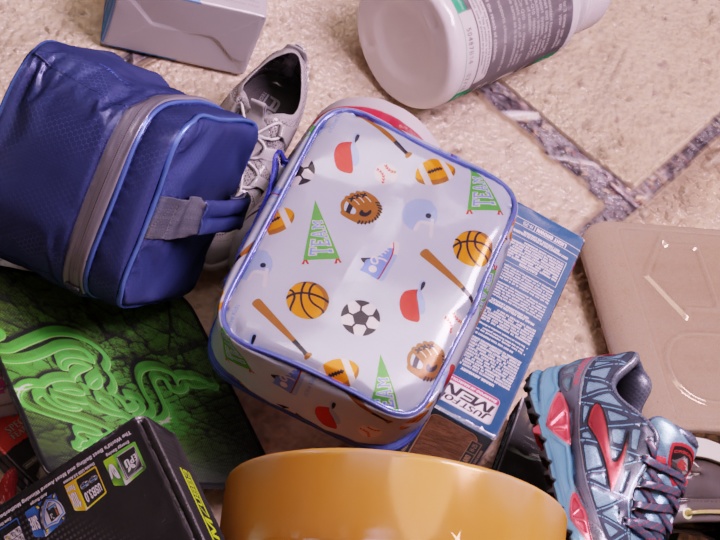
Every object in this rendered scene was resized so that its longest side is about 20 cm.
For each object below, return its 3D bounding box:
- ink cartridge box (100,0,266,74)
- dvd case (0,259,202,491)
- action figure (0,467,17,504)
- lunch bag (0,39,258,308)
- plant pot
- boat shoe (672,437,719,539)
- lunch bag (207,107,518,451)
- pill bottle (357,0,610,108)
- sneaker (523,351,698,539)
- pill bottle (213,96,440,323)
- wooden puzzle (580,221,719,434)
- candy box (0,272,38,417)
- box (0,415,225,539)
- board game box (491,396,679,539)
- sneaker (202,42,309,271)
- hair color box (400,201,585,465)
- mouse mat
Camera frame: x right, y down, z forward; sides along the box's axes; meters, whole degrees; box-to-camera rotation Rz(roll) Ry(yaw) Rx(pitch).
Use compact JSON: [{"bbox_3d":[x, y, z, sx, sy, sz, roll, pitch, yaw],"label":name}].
[{"bbox_3d":[-0.133,-0.255,1.423,0.114,0.068,0.201,11,49,-15],"label":"ink cartridge box"},{"bbox_3d":[-0.220,0.044,1.174,0.200,0.022,0.146,42,49,11],"label":"dvd case"},{"bbox_3d":[-0.138,0.183,1.048,0.200,0.099,0.065,39,49,7],"label":"action figure"},{"bbox_3d":[-0.142,-0.053,1.145,0.132,0.137,0.200,26,9,10],"label":"lunch bag"},{"bbox_3d":[0.011,0.218,1.026,0.199,0.200,0.185,12,67,-13],"label":"plant pot"},{"bbox_3d":[0.253,0.162,1.231,0.200,0.071,0.061,21,64,-39],"label":"boat shoe"},{"bbox_3d":[0.000,0.000,1.132,0.159,0.076,0.201,24,60,5],"label":"lunch bag"},{"bbox_3d":[0.103,-0.210,1.458,0.199,0.113,0.113,-26,66,-36],"label":"pill bottle"},{"bbox_3d":[0.163,0.128,1.122,0.095,0.079,0.201,-22,51,12],"label":"sneaker"},{"bbox_3d":[-0.023,-0.019,1.249,0.110,0.111,0.200,29,48,2],"label":"pill bottle"},{"bbox_3d":[0.271,0.050,1.367,0.198,0.046,0.186,1,52,-17],"label":"wooden puzzle"},{"bbox_3d":[-0.296,0.005,1.117,0.136,0.061,0.201,-12,59,-31],"label":"candy box"},{"bbox_3d":[-0.150,0.210,0.974,0.199,0.048,0.194,-32,60,7],"label":"box"},{"bbox_3d":[0.135,0.189,1.202,0.135,0.028,0.201,27,47,-2],"label":"board game box"},{"bbox_3d":[-0.090,-0.087,1.293,0.074,0.082,0.201,23,50,-3],"label":"sneaker"},{"bbox_3d":[0.081,0.057,1.237,0.060,0.100,0.201,28,48,2],"label":"hair color box"},{"bbox_3d":[-0.145,0.067,1.126,0.199,0.008,0.162,8,45,-50],"label":"mouse mat"}]
